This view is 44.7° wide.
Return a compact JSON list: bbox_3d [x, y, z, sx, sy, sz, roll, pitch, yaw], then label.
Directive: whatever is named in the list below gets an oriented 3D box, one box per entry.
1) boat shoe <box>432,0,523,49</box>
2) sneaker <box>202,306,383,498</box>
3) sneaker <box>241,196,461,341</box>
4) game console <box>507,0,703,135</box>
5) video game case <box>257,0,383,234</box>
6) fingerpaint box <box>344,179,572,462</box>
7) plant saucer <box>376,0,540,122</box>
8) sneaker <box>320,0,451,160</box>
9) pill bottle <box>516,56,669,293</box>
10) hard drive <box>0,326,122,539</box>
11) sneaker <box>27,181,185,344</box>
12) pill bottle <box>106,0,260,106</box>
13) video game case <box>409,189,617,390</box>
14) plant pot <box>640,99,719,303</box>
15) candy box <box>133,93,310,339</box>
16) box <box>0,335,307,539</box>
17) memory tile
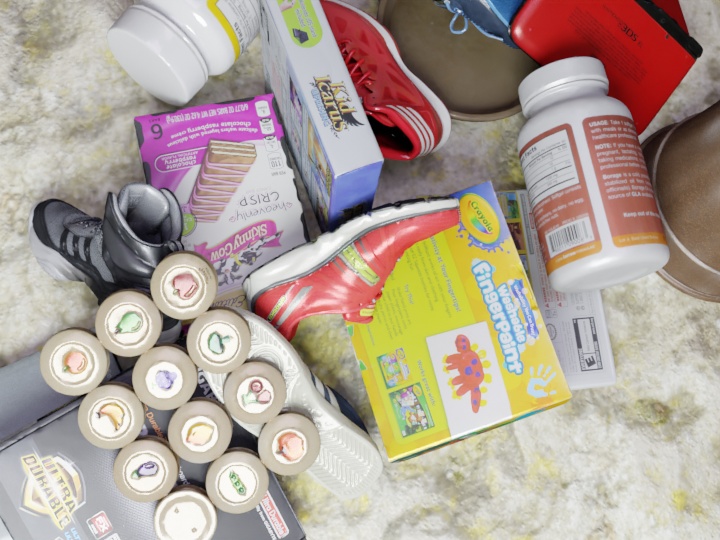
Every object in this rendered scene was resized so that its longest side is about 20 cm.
[{"bbox_3d":[0.100,-0.296,0.878,0.200,0.068,0.085,42,55,-19],"label":"boat shoe"},{"bbox_3d":[-0.064,0.106,0.738,0.075,0.085,0.201,-39,108,-2],"label":"sneaker"},{"bbox_3d":[0.000,0.000,0.739,0.198,0.077,0.086,-26,93,7],"label":"sneaker"},{"bbox_3d":[0.249,-0.269,0.916,0.199,0.119,0.173,31,101,-25],"label":"game console"},{"bbox_3d":[-0.038,-0.133,0.770,0.045,0.200,0.183,-19,78,-8],"label":"video game case"},{"bbox_3d":[0.074,0.047,0.779,0.165,0.073,0.202,-21,75,5],"label":"fingerpaint box"},{"bbox_3d":[0.112,-0.245,0.918,0.197,0.029,0.203,2,74,-9],"label":"plant saucer"},{"bbox_3d":[-0.002,-0.184,0.829,0.199,0.115,0.079,40,116,4],"label":"sneaker"},{"bbox_3d":[0.211,-0.089,0.822,0.111,0.112,0.203,-7,76,-11],"label":"pill bottle"},{"bbox_3d":[-0.283,0.151,0.737,0.198,0.033,0.141,-24,79,-15],"label":"hard drive"},{"bbox_3d":[-0.208,-0.033,0.734,0.200,0.115,0.075,39,32,30],"label":"sneaker"},{"bbox_3d":[-0.143,-0.263,0.837,0.114,0.114,0.201,35,71,2],"label":"pill bottle"},{"bbox_3d":[0.145,0.020,0.851,0.179,0.023,0.203,-4,76,-11],"label":"video game case"},{"bbox_3d":[0.383,-0.092,0.830,0.197,0.198,0.203,3,73,-8],"label":"plant pot"},{"bbox_3d":[-0.123,-0.051,0.807,0.135,0.061,0.203,-12,77,-13],"label":"candy box"},{"bbox_3d":[-0.172,0.185,0.708,0.197,0.050,0.202,-28,96,-19],"label":"box"},{"bbox_3d":[-0.135,0.102,0.670,0.152,0.017,0.201,-33,101,-4],"label":"memory tile"}]
